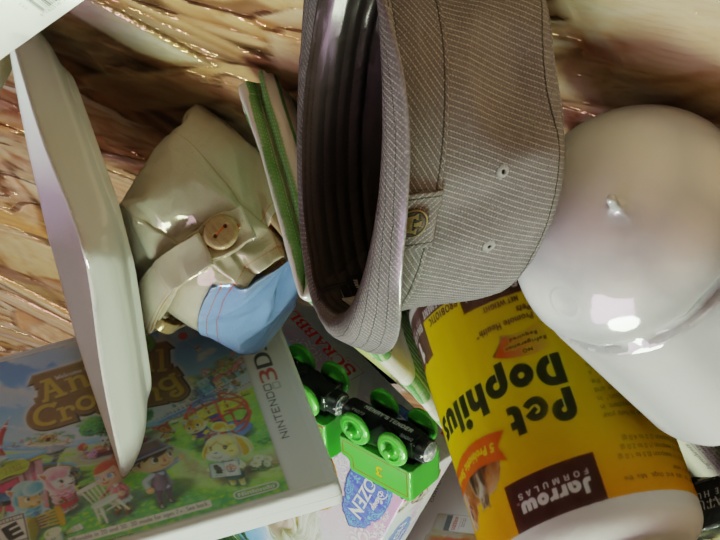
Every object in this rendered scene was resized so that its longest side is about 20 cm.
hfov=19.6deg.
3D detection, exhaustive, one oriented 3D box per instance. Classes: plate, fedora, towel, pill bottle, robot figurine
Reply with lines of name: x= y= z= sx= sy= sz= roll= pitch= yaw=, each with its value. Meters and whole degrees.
plate: x=-0.155 y=-0.019 z=1.177 sx=0.200 sy=0.032 sz=0.201 roll=87 pitch=163 yaw=-49
fedora: x=0.030 y=-0.063 z=0.867 sx=0.090 sy=0.201 sz=0.177 roll=-2 pitch=-158 yaw=-13
towel: x=0.000 y=0.000 z=1.117 sx=0.023 sy=0.153 sz=0.200 roll=-26 pitch=144 yaw=11
pill bottle: x=0.099 y=0.088 z=1.021 sx=0.109 sy=0.201 sz=0.109 roll=-14 pitch=155 yaw=-7
robot figurine: x=0.142 y=0.002 z=0.930 sx=0.169 sy=0.113 sz=0.200 roll=30 pitch=172 yaw=48

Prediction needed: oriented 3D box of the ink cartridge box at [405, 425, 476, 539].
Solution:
ink cartridge box: x=0.116 y=0.156 z=1.359 sx=0.083 sy=0.146 sz=0.200 roll=33 pitch=161 yaw=-28

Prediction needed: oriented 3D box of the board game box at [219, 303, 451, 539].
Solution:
board game box: x=-0.050 y=0.121 z=1.385 sx=0.199 sy=0.041 sz=0.201 roll=44 pitch=134 yaw=20

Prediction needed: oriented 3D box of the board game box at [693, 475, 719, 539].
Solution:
board game box: x=0.266 y=0.113 z=1.041 sx=0.199 sy=0.028 sz=0.135 roll=-23 pitch=148 yaw=33

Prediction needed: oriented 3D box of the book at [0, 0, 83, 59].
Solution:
book: x=-0.226 y=-0.173 z=0.974 sx=0.133 sy=0.048 sz=0.200 roll=-29 pitch=130 yaw=29

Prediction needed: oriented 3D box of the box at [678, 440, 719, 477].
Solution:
box: x=0.156 y=0.064 z=1.123 sx=0.082 sy=0.069 sz=0.199 roll=46 pitch=151 yaw=-26

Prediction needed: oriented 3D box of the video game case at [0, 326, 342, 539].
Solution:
video game case: x=-0.129 y=0.096 z=1.231 sx=0.182 sy=0.199 sz=0.022 roll=-114 pitch=12 yaw=-48

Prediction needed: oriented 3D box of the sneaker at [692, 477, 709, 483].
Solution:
sneaker: x=0.194 y=0.150 z=1.166 sx=0.078 sy=0.090 sz=0.199 roll=-8 pitch=-175 yaw=43

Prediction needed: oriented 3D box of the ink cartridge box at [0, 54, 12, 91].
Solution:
ink cartridge box: x=-0.270 y=-0.078 z=1.133 sx=0.075 sy=0.201 sz=0.165 roll=24 pitch=164 yaw=5

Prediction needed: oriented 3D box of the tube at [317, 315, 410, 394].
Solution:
tube: x=0.066 y=0.069 z=1.246 sx=0.200 sy=0.052 sz=0.058 roll=38 pitch=157 yaw=2

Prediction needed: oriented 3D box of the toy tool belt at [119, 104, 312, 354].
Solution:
toy tool belt: x=-0.067 y=-0.001 z=1.205 sx=0.122 sy=0.125 sz=0.200 roll=31 pitch=165 yaw=10

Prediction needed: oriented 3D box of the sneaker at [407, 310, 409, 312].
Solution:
sneaker: x=0.060 y=-0.008 z=1.093 sx=0.082 sy=0.071 sz=0.200 roll=12 pitch=161 yaw=34

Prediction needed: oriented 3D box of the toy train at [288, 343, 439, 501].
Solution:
toy train: x=-0.031 y=0.082 z=1.292 sx=0.199 sy=0.042 sz=0.057 roll=26 pitch=135 yaw=34

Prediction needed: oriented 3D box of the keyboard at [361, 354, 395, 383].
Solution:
keyboard: x=0.072 y=0.040 z=1.292 sx=0.199 sy=0.040 sz=0.104 roll=-1 pitch=133 yaw=49
